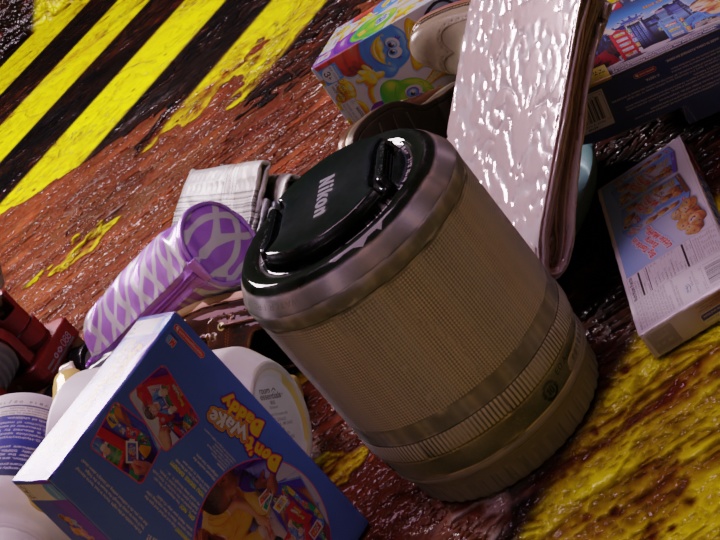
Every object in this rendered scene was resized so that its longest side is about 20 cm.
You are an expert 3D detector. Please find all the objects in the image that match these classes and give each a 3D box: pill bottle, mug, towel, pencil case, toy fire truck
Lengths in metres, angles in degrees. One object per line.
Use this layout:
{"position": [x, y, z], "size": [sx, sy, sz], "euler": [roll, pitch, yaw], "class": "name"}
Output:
{"position": [-0.274, 0.195, 1.253], "size": [0.120, 0.120, 0.200], "euler": [-35, 24, 12], "class": "pill bottle"}
{"position": [-0.117, 0.112, 1.149], "size": [0.153, 0.150, 0.187], "euler": [-19, 37, 24], "class": "mug"}
{"position": [-0.133, -0.002, 1.404], "size": [0.200, 0.034, 0.193], "euler": [4, 75, 57], "class": "towel"}
{"position": [-0.163, 0.021, 1.332], "size": [0.200, 0.084, 0.085], "euler": [-43, 1, 43], "class": "pencil case"}
{"position": [-0.328, 0.079, 1.437], "size": [0.128, 0.200, 0.176], "euler": [-24, 28, 34], "class": "toy fire truck"}
{"position": [0.110, -0.107, 1.109], "size": [0.200, 0.032, 0.192], "euler": [-140, 57, -69], "class": "towel"}

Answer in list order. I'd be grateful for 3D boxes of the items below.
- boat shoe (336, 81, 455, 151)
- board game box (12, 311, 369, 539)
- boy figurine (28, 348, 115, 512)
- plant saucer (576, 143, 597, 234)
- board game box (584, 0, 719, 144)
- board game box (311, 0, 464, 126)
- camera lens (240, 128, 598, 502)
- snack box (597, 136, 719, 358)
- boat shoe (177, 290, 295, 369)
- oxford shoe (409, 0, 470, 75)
{"position": [0.036, -0.108, 1.350], "size": [0.068, 0.072, 0.200], "euler": [-17, 5, 39], "class": "boat shoe"}
{"position": [-0.099, 0.143, 0.982], "size": [0.045, 0.200, 0.135], "euler": [-10, 37, 50], "class": "board game box"}
{"position": [-0.203, 0.134, 1.245], "size": [0.064, 0.125, 0.200], "euler": [-29, 15, 16], "class": "boy figurine"}
{"position": [0.101, -0.026, 1.187], "size": [0.200, 0.027, 0.200], "euler": [-37, 24, 19], "class": "plant saucer"}
{"position": [0.222, -0.169, 1.202], "size": [0.199, 0.062, 0.200], "euler": [-23, 23, 9], "class": "board game box"}
{"position": [0.073, -0.209, 1.463], "size": [0.200, 0.105, 0.103], "euler": [-27, 20, 27], "class": "board game box"}
{"position": [0.036, 0.025, 0.991], "size": [0.160, 0.200, 0.160], "euler": [-33, 24, 17], "class": "camera lens"}
{"position": [0.202, -0.021, 1.044], "size": [0.072, 0.024, 0.200], "euler": [-35, 24, 18], "class": "snack box"}
{"position": [-0.083, 0.054, 1.261], "size": [0.200, 0.070, 0.070], "euler": [-24, 48, 17], "class": "boat shoe"}
{"position": [0.117, -0.185, 1.338], "size": [0.200, 0.071, 0.075], "euler": [6, 34, 36], "class": "oxford shoe"}
